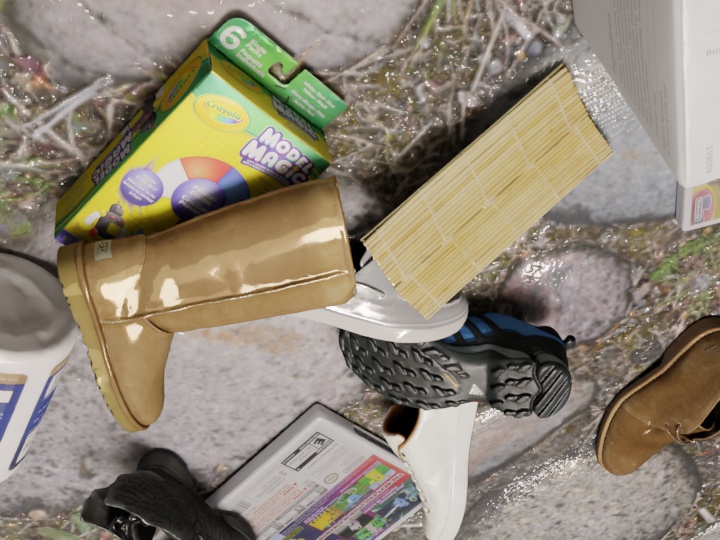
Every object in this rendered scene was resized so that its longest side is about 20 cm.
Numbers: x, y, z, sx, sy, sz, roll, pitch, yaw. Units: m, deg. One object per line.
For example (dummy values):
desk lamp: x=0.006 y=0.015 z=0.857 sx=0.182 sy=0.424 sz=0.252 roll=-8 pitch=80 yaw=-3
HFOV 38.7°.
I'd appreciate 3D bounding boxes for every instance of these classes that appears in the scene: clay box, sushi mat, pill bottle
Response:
clay box: x=-0.110 y=-0.070 z=0.721 sx=0.114 sy=0.048 sz=0.200 roll=33 pitch=117 yaw=-34
sushi mat: x=0.097 y=-0.056 z=0.765 sx=0.199 sy=0.012 sz=0.096 roll=-41 pitch=128 yaw=-1
pill bottle: x=-0.294 y=0.094 z=0.776 sx=0.110 sy=0.112 sz=0.201 roll=16 pitch=124 yaw=-25

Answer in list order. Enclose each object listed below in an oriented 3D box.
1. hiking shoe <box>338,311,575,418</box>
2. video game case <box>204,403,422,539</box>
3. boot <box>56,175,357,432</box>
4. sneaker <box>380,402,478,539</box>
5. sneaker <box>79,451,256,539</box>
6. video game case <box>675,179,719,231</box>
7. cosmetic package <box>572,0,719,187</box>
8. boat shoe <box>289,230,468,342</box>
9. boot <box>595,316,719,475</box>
hiking shoe: x=0.080 y=0.071 z=0.868 sx=0.197 sy=0.087 sz=0.075 roll=13 pitch=118 yaw=7
video game case: x=-0.044 y=0.229 z=1.007 sx=0.181 sy=0.023 sz=0.200 roll=34 pitch=115 yaw=-33
boot: x=-0.097 y=0.031 z=0.736 sx=0.197 sy=0.067 sz=0.177 roll=-12 pitch=131 yaw=-2
sneaker: x=0.057 y=0.166 z=0.946 sx=0.083 sy=0.073 sz=0.203 roll=-1 pitch=116 yaw=-6
sneaker: x=-0.162 y=0.241 z=0.917 sx=0.059 sy=0.105 sz=0.201 roll=-29 pitch=114 yaw=16
video game case: x=0.349 y=-0.113 z=0.810 sx=0.197 sy=0.018 sz=0.145 roll=-14 pitch=131 yaw=-1
cosmetic package: x=0.223 y=-0.190 z=0.594 sx=0.165 sy=0.202 sz=0.168 roll=-17 pitch=132 yaw=2
boat shoe: x=0.000 y=0.000 z=0.799 sx=0.197 sy=0.073 sz=0.069 roll=15 pitch=126 yaw=-13
boot: x=0.294 y=0.140 z=0.975 sx=0.073 sy=0.076 sz=0.201 roll=13 pitch=127 yaw=-25
